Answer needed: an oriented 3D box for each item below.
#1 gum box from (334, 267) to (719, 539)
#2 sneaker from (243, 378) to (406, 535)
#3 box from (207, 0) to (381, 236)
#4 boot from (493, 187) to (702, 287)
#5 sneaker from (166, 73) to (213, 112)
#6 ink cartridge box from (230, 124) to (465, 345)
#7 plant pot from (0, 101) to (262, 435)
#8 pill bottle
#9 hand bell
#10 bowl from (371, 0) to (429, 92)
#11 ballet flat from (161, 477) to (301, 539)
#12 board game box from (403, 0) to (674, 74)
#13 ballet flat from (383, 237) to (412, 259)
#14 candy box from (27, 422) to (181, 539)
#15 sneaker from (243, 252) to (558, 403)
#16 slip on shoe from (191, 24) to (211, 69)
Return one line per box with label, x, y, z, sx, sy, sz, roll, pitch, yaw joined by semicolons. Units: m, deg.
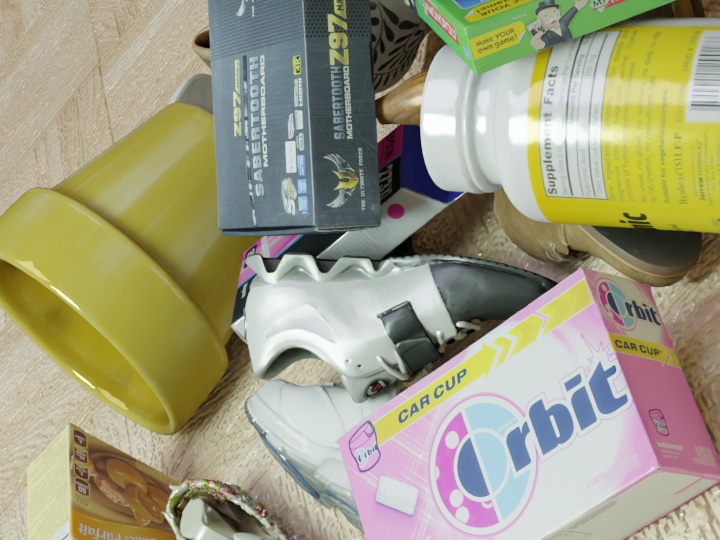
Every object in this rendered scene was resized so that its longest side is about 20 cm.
gum box;0.081;0.102;0.989;0.200;0.066;0.114;-37;58;31
sneaker;-0.004;0.105;1.166;0.087;0.075;0.200;-46;32;-11
box;-0.046;-0.123;1.177;0.157;0.051;0.202;-178;85;-65
boot;0.134;-0.031;1.093;0.200;0.073;0.076;-131;40;-53
sneaker;-0.173;-0.066;1.561;0.115;0.073;0.202;-21;47;42
ink cartridge box;-0.001;-0.034;1.218;0.199;0.037;0.095;-36;23;21
plant pot;-0.152;-0.013;1.378;0.189;0.201;0.200;-49;26;-19
pill bottle;0.137;-0.079;0.991;0.198;0.111;0.112;5;63;26
hand bell;0.101;-0.120;1.099;0.198;0.104;0.105;-13;47;22
bowl;-0.001;-0.234;1.317;0.094;0.200;0.202;-26;42;43
ballet flat;-0.075;0.185;1.184;0.076;0.064;0.200;-59;30;-5
board game box;0.130;-0.171;1.007;0.198;0.029;0.135;-21;27;-7
ballet flat;0.000;0.000;1.249;0.067;0.057;0.201;-48;26;22
candy box;-0.161;0.206;1.240;0.055;0.115;0.201;-45;32;21
sneaker;0.025;0.037;1.126;0.198;0.074;0.090;-1;76;18
slip on shoe;-0.065;-0.197;1.533;0.199;0.060;0.077;-8;55;53
